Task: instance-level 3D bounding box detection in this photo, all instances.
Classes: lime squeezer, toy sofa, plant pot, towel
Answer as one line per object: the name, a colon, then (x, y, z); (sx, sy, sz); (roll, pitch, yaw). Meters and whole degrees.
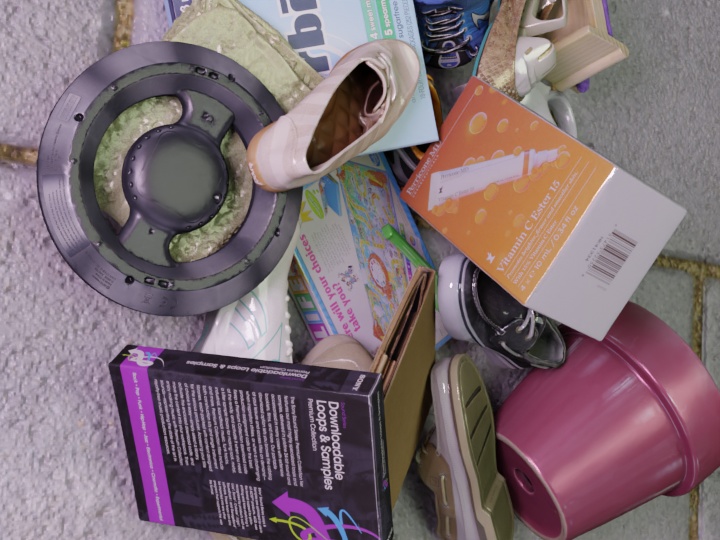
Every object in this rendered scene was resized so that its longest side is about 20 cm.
lime squeezer: (0.085, 0.013, 1.079); (0.200, 0.038, 0.071); (17, 31, -53)
toy sofa: (0.207, -0.282, 1.167); (0.097, 0.083, 0.201); (16, 60, -41)
plant pot: (0.216, 0.154, 1.123); (0.179, 0.200, 0.201); (-33, 107, -18)
towel: (-0.121, -0.105, 0.913); (0.148, 0.036, 0.200); (42, 81, -14)

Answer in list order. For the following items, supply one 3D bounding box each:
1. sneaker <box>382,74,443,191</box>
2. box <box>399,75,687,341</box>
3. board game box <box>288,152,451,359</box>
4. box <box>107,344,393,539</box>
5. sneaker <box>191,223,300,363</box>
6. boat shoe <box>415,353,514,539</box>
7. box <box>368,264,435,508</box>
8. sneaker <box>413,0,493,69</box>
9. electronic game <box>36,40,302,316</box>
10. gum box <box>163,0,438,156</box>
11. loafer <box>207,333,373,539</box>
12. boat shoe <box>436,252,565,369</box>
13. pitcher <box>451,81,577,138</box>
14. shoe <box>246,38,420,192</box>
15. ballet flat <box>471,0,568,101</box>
sneaker: (0.029, -0.168, 1.057); (0.078, 0.077, 0.201); (-34, 106, -33)
box: (0.141, -0.054, 0.961); (0.097, 0.200, 0.125); (23, 103, -37)
board game box: (0.000, 0.000, 1.048); (0.134, 0.034, 0.201); (-35, 108, -34)
box: (-0.077, 0.130, 0.856); (0.036, 0.199, 0.144); (-54, 146, -56)
sneaker: (-0.087, 0.050, 0.947); (0.080, 0.070, 0.201); (27, 76, -14)
boat shoe: (0.083, 0.168, 1.056); (0.075, 0.068, 0.201); (-45, 128, -56)
box: (0.028, 0.117, 0.969); (0.201, 0.021, 0.164); (84, 25, -55)
sneaker: (0.085, -0.227, 1.061); (0.200, 0.078, 0.090); (-9, 102, -75)
electronic game: (-0.136, -0.067, 0.869); (0.199, 0.042, 0.202); (1, 88, -25)
gum box: (-0.048, -0.171, 0.973); (0.199, 0.045, 0.171); (-13, 95, -16)
loafer: (-0.053, 0.139, 0.959); (0.076, 0.068, 0.201); (41, 78, -27)
boat shoe: (0.127, 0.035, 1.021); (0.200, 0.070, 0.073); (35, 59, -57)
pitcher: (0.177, -0.086, 1.151); (0.171, 0.121, 0.201); (-5, 78, -47)
shoe: (-0.005, -0.121, 0.901); (0.200, 0.053, 0.070); (-46, 113, -38)
ballet flat: (0.148, -0.213, 1.062); (0.071, 0.065, 0.201); (51, 49, -56)
